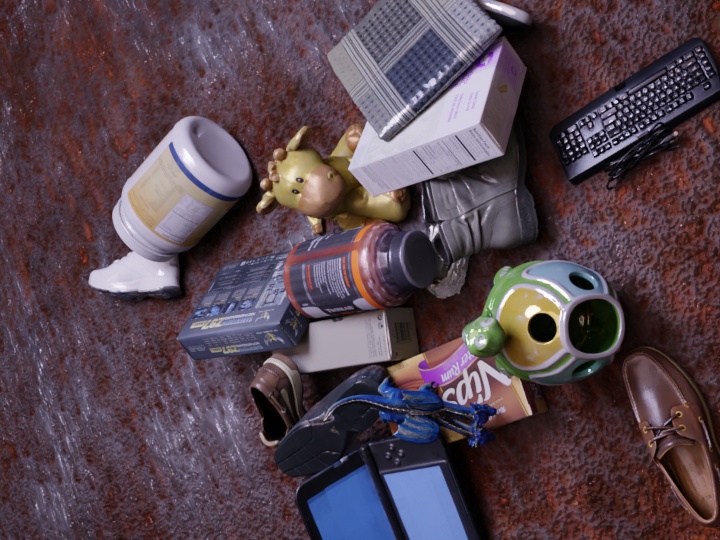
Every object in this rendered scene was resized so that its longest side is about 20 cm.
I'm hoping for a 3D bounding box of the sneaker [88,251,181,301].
[{"bbox_3d":[-0.374,0.004,1.402,0.197,0.074,0.089,-2,75,28],"label":"sneaker"}]

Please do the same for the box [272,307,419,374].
[{"bbox_3d":[-0.024,0.099,1.140,0.197,0.082,0.070,-12,82,32],"label":"box"}]

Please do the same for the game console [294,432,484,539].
[{"bbox_3d":[0.043,0.320,1.029,0.169,0.118,0.203,-18,98,32],"label":"game console"}]

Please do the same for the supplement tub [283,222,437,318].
[{"bbox_3d":[0.000,0.000,1.063,0.198,0.106,0.109,-11,82,43],"label":"supplement tub"}]

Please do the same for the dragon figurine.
[{"bbox_3d":[0.063,0.165,0.976,0.099,0.197,0.060,-162,81,-71],"label":"dragon figurine"}]

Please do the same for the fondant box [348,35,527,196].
[{"bbox_3d":[0.091,-0.181,1.003,0.198,0.058,0.146,-13,45,41],"label":"fondant box"}]

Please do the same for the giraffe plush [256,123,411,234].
[{"bbox_3d":[-0.047,-0.119,1.114,0.197,0.161,0.176,9,93,34],"label":"giraffe plush"}]

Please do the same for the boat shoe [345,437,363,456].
[{"bbox_3d":[-0.001,0.321,1.123,0.068,0.071,0.202,-36,78,52],"label":"boat shoe"}]

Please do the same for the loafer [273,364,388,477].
[{"bbox_3d":[-0.033,0.197,1.085,0.199,0.072,0.073,-40,97,23],"label":"loafer"}]

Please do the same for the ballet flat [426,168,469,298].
[{"bbox_3d":[0.117,-0.064,1.059,0.071,0.071,0.204,10,93,34],"label":"ballet flat"}]

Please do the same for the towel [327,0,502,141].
[{"bbox_3d":[0.061,-0.275,1.025,0.192,0.034,0.201,-42,48,16],"label":"towel"}]

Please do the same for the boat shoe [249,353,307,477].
[{"bbox_3d":[-0.110,0.214,1.146,0.074,0.075,0.205,9,126,36],"label":"boat shoe"}]

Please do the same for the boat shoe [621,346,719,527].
[{"bbox_3d":[0.339,0.175,0.893,0.072,0.067,0.203,-33,70,29],"label":"boat shoe"}]

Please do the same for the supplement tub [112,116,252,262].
[{"bbox_3d":[-0.276,-0.121,1.285,0.199,0.143,0.146,-40,67,27],"label":"supplement tub"}]

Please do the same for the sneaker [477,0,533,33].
[{"bbox_3d":[0.126,-0.290,1.061,0.198,0.070,0.101,18,97,40],"label":"sneaker"}]

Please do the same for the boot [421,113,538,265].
[{"bbox_3d":[0.133,-0.114,1.007,0.128,0.068,0.204,-9,82,-9],"label":"boot"}]

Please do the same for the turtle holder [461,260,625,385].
[{"bbox_3d":[0.203,0.051,0.915,0.143,0.183,0.131,-69,19,-7],"label":"turtle holder"}]

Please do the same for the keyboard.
[{"bbox_3d":[0.310,-0.171,0.945,0.199,0.039,0.105,-33,70,30],"label":"keyboard"}]

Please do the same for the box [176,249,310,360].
[{"bbox_3d":[-0.148,0.046,1.191,0.197,0.159,0.051,-12,126,34],"label":"box"}]

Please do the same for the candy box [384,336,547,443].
[{"bbox_3d":[0.123,0.151,1.051,0.198,0.056,0.119,-26,74,33],"label":"candy box"}]
